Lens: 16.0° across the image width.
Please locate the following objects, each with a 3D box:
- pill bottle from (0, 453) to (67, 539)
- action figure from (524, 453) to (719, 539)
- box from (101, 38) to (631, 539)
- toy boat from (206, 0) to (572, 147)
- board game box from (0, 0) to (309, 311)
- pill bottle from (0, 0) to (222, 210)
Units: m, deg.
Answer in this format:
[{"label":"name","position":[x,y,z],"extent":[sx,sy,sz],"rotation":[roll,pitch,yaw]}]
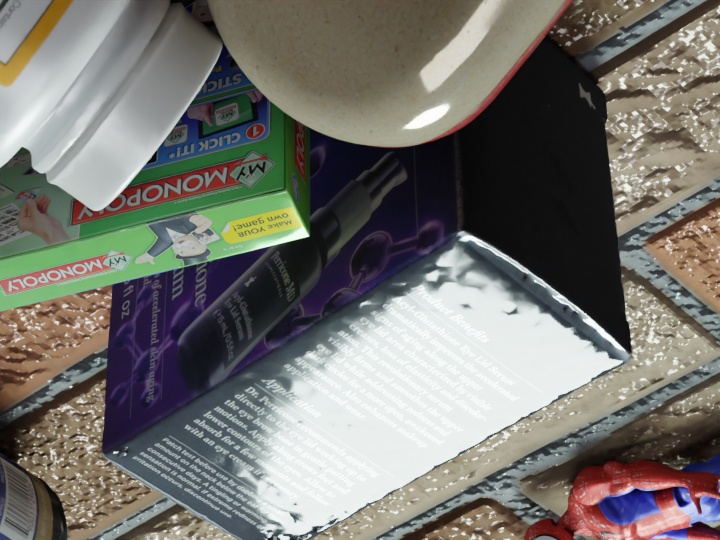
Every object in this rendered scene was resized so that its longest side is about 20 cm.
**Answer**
[{"label":"pill bottle","position":[-0.238,0.102,1.176],"extent":[0.112,0.112,0.200],"rotation":[-28,132,27]},{"label":"action figure","position":[0.172,0.108,1.246],"extent":[0.199,0.052,0.065],"rotation":[-17,140,20]},{"label":"box","position":[0.000,0.000,1.041],"extent":[0.200,0.149,0.104],"rotation":[-33,129,30]},{"label":"toy boat","position":[0.036,-0.138,0.914],"extent":[0.130,0.131,0.200],"rotation":[42,105,12]},{"label":"board game box","position":[-0.117,-0.048,0.992],"extent":[0.199,0.135,0.029],"rotation":[-13,138,13]},{"label":"pill bottle","position":[-0.150,-0.110,0.901],"extent":[0.200,0.109,0.109],"rotation":[37,129,-12]}]
